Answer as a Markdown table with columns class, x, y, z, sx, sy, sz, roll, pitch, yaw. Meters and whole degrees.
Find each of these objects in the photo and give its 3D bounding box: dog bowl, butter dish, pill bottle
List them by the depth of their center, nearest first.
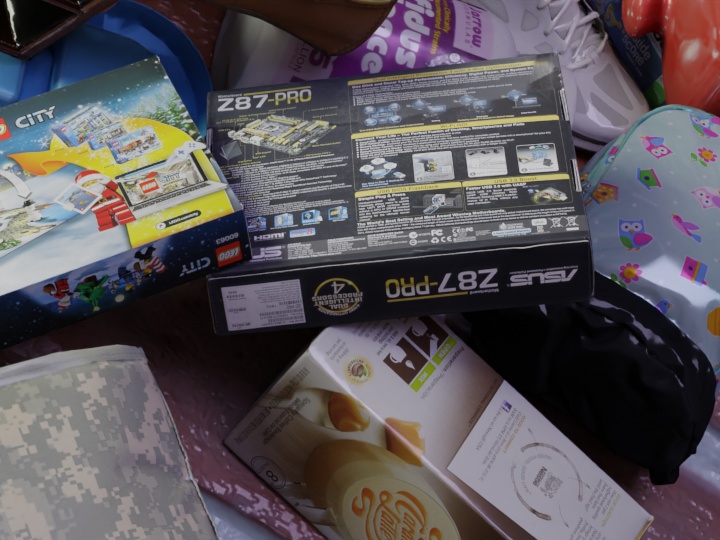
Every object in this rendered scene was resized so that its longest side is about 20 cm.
| class | x | y | z | sx | sy | sz | roll | pitch | yaw |
| --- | --- | --- | --- | --- | --- | --- | --- | --- | --- |
| dog bowl | -0.182 | -0.107 | 1.355 | 0.199 | 0.050 | 0.112 | 18 | 56 | -19 |
| pill bottle | 0.022 | -0.113 | 1.429 | 0.199 | 0.112 | 0.113 | 18 | 56 | -18 |
| butter dish | 0.233 | -0.154 | 1.500 | 0.147 | 0.200 | 0.201 | 10 | 67 | -4 |

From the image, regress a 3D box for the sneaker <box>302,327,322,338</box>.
| class | x | y | z | sx | sy | sz | roll | pitch | yaw |
| --- | --- | --- | --- | --- | --- | --- | --- | --- | --- |
| sneaker | 0.000 | 0.000 | 1.380 | 0.200 | 0.067 | 0.090 | 38 | 57 | -1 |

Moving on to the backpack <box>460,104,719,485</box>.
| class | x | y | z | sx | sy | sz | roll | pitch | yaw |
| --- | --- | --- | --- | --- | --- | --- | --- | --- | --- |
| backpack | 0.172 | 0.002 | 1.438 | 0.167 | 0.127 | 0.200 | 37 | 49 | -1 |

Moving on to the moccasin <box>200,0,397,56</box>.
| class | x | y | z | sx | sy | sz | roll | pitch | yaw |
| --- | --- | --- | --- | --- | --- | --- | --- | --- | --- |
| moccasin | -0.060 | -0.174 | 1.274 | 0.201 | 0.078 | 0.074 | 26 | 44 | -32 |

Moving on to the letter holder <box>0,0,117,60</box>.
| class | x | y | z | sx | sy | sz | roll | pitch | yaw |
| --- | --- | --- | --- | --- | --- | --- | --- | --- | --- |
| letter holder | -0.209 | -0.234 | 1.285 | 0.142 | 0.100 | 0.201 | 17 | 51 | -54 |

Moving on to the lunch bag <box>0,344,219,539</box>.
| class | x | y | z | sx | sy | sz | roll | pitch | yaw |
| --- | --- | --- | --- | --- | --- | --- | --- | --- | --- |
| lunch bag | -0.164 | 0.136 | 1.184 | 0.199 | 0.118 | 0.165 | -13 | 69 | -28 |

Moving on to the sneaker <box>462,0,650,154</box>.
| class | x | y | z | sx | sy | sz | roll | pitch | yaw |
| --- | --- | --- | --- | --- | --- | --- | --- | --- | --- |
| sneaker | 0.117 | -0.162 | 1.507 | 0.200 | 0.115 | 0.076 | 42 | 52 | -2 |

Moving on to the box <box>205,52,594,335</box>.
| class | x | y | z | sx | sy | sz | roll | pitch | yaw |
| --- | --- | --- | --- | --- | --- | --- | --- | --- | --- |
| box | 0.017 | -0.043 | 1.298 | 0.199 | 0.049 | 0.162 | -7 | 43 | 1 |

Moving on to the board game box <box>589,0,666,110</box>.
| class | x | y | z | sx | sy | sz | roll | pitch | yaw |
| --- | --- | --- | --- | --- | --- | --- | --- | --- | --- |
| board game box | 0.202 | -0.211 | 1.631 | 0.135 | 0.034 | 0.201 | -20 | 75 | -35 |

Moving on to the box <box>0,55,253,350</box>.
| class | x | y | z | sx | sy | sz | roll | pitch | yaw |
| --- | --- | --- | --- | --- | --- | --- | --- | --- | --- |
| box | -0.171 | -0.027 | 1.244 | 0.199 | 0.038 | 0.137 | -20 | 45 | -12 |

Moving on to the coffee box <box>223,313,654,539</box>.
| class | x | y | z | sx | sy | sz | roll | pitch | yaw |
| --- | --- | --- | --- | --- | --- | --- | --- | --- | --- |
| coffee box | 0.041 | 0.112 | 1.311 | 0.200 | 0.114 | 0.080 | 42 | 51 | -1 |
